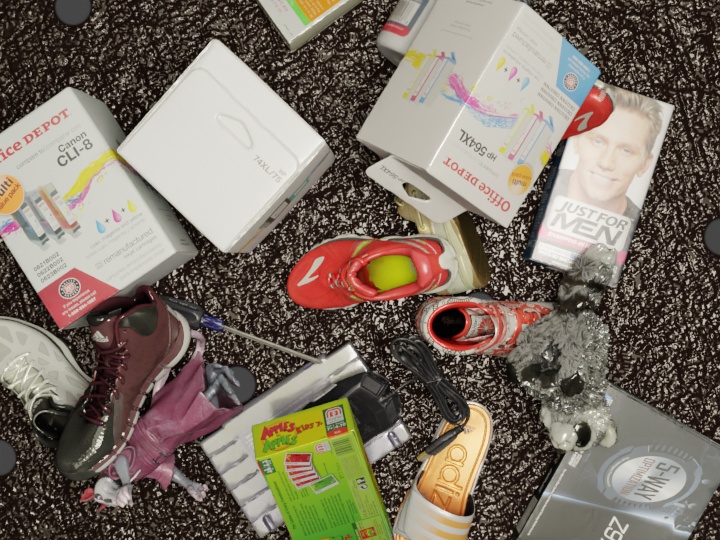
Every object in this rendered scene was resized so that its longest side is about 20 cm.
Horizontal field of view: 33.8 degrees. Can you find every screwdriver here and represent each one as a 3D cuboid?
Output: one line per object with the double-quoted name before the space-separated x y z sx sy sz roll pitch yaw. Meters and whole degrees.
"screwdriver" -0.133 0.066 1.282 0.198 0.029 0.028 19 94 3

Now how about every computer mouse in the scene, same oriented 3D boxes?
"computer mouse" 0.016 0.160 1.248 0.200 0.046 0.140 -40 113 10

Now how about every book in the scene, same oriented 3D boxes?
"book" -0.033 -0.351 1.272 0.199 0.048 0.134 -36 88 0

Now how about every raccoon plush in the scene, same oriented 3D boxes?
"raccoon plush" 0.241 0.092 1.210 0.200 0.097 0.134 -52 130 -9

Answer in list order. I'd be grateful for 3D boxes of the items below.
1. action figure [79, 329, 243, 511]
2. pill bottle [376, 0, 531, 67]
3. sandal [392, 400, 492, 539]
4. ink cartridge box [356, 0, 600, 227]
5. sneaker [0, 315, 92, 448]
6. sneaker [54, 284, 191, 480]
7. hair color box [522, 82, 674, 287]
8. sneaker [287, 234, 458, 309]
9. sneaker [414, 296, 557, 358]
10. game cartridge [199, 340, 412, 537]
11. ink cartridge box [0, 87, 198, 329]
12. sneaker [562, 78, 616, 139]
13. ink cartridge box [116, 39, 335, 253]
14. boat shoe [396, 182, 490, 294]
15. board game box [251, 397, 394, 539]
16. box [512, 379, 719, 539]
"action figure" -0.217 0.168 1.220 0.200 0.134 0.149 -39 66 1
"pill bottle" 0.115 -0.289 1.232 0.119 0.120 0.201 32 91 1
"sandal" 0.087 0.240 1.268 0.079 0.059 0.208 17 91 1
"ink cartridge box" 0.105 -0.145 1.130 0.128 0.125 0.201 30 91 -38
"sneaker" -0.336 0.119 1.248 0.200 0.115 0.076 37 91 1
"sneaker" -0.253 0.097 1.159 0.075 0.116 0.201 16 62 28
"hair color box" 0.251 -0.092 1.260 0.099 0.061 0.202 17 90 1
"sneaker" 0.000 0.000 1.223 0.199 0.085 0.078 -11 93 30
"sneaker" 0.157 0.064 1.240 0.199 0.108 0.068 6 91 1
"game cartridge" -0.060 0.180 1.285 0.199 0.038 0.130 -33 86 2
"ink cartridge box" -0.289 -0.063 1.230 0.145 0.145 0.201 -33 89 2
"sneaker" 0.173 -0.136 1.207 0.077 0.199 0.085 40 53 -29
"ink cartridge box" -0.128 -0.118 1.198 0.147 0.200 0.146 43 91 1
"boat shoe" 0.073 -0.069 1.259 0.066 0.074 0.202 -21 83 25
"board game box" -0.034 0.227 1.220 0.101 0.048 0.201 -16 129 1
"box" 0.280 0.241 1.272 0.159 0.044 0.201 30 91 1
